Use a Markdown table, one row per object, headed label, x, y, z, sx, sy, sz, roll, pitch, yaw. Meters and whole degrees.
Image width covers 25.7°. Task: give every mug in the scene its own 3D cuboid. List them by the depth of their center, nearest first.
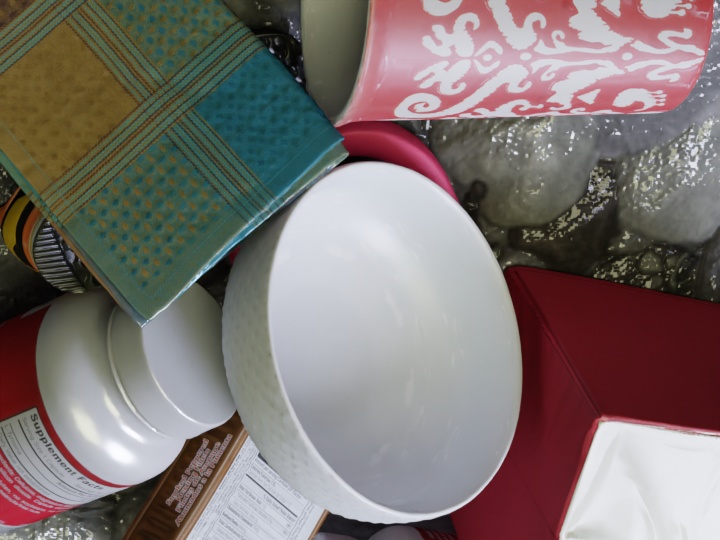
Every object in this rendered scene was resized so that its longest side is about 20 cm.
| label | x | y | z | sx | sy | sz | roll | pitch | yaw |
| --- | --- | --- | --- | --- | --- | --- | --- | --- | --- |
| mug | 0.082 | -0.161 | 0.845 | 0.198 | 0.134 | 0.179 | 1 | 117 | -17 |

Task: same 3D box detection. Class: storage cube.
| label | x | y | z | sx | sy | sz | roll | pitch | yaw |
| --- | --- | --- | --- | --- | --- | --- | --- | --- | --- |
| storage cube | 0.166 | 0.124 | 0.980 | 0.198 | 0.180 | 0.172 | 10 | 114 | -18 |

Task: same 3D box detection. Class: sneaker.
| label | x | y | z | sx | sy | sz | roll | pitch | yaw |
| --- | --- | --- | --- | --- | --- | --- | --- | --- | --- |
| sneaker | -0.120 | -0.075 | 0.881 | 0.200 | 0.090 | 0.070 | -42 | 129 | -19 |

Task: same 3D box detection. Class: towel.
| label | x | y | z | sx | sy | sz | roll | pitch | yaw |
| --- | --- | --- | --- | --- | --- | --- | --- | --- | --- |
| towel | -0.120 | -0.090 | 0.817 | 0.146 | 0.022 | 0.200 | -40 | 81 | -12 |

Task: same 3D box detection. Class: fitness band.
| label | x | y | z | sx | sy | sz | roll | pitch | yaw |
| --- | --- | --- | --- | --- | --- | --- | --- | --- | --- |
| fitness band | 0.000 | 0.000 | 0.965 | 0.143 | 0.037 | 0.201 | -25 | 120 | -2 |

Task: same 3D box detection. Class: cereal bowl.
| label | x | y | z | sx | sy | sz | roll | pitch | yaw |
| --- | --- | --- | --- | --- | --- | --- | --- | --- | --- |
| cereal bowl | -0.002 | 0.044 | 0.881 | 0.083 | 0.201 | 0.200 | -18 | 129 | 44 |

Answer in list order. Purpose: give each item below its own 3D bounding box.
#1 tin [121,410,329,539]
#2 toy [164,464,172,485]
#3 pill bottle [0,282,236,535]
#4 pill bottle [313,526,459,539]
| label | x | y | z | sx | sy | sz | roll | pitch | yaw |
| --- | --- | --- | --- | --- | --- | --- | --- | --- | --- |
| tin | -0.070 | 0.142 | 0.919 | 0.201 | 0.042 | 0.112 | -59 | 142 | -16 |
| toy | -0.107 | 0.167 | 0.989 | 0.047 | 0.115 | 0.202 | 3 | 119 | 10 |
| pill bottle | -0.168 | 0.076 | 0.883 | 0.199 | 0.113 | 0.112 | -23 | 122 | 28 |
| pill bottle | 0.058 | 0.232 | 1.041 | 0.198 | 0.112 | 0.113 | 13 | 113 | -18 |
